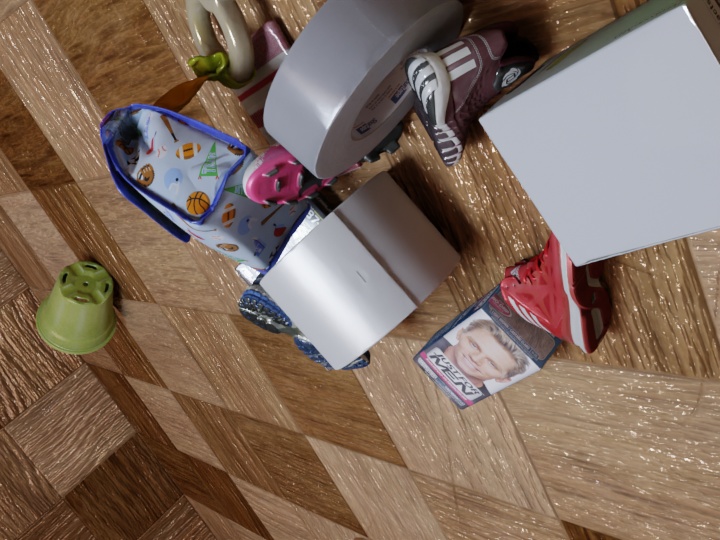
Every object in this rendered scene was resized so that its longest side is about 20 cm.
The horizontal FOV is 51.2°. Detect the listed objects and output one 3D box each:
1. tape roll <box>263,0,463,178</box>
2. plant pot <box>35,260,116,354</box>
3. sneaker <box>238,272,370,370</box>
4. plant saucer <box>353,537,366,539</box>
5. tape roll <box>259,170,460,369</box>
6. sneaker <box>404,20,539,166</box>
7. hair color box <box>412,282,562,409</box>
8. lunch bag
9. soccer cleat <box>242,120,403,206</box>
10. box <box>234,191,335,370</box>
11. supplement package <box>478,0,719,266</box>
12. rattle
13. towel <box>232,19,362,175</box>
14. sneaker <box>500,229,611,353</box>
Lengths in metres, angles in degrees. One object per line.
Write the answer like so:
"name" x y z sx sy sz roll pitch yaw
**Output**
"tape roll" 0.004 -0.179 0.682 0.066 0.200 0.200 43 149 7
"plant pot" -0.702 0.079 1.890 0.200 0.200 0.184 43 138 7
"sneaker" -0.058 0.059 0.988 0.200 0.085 0.077 36 147 -23
"plant saucer" 0.049 0.732 1.821 0.200 0.032 0.201 31 145 25
"tape roll" 0.000 0.000 0.890 0.139 0.203 0.203 48 149 -2
"sneaker" 0.111 -0.164 0.697 0.076 0.115 0.200 62 -175 8
"hair color box" 0.153 0.100 0.948 0.100 0.061 0.200 45 149 3
"lunch bag" -0.188 -0.098 0.865 0.200 0.124 0.170 30 173 26
"soccer cleat" -0.048 -0.134 0.807 0.086 0.199 0.070 48 152 31
"box" -0.052 0.016 1.039 0.200 0.049 0.161 46 115 -2
"supplement package" 0.222 -0.113 0.574 0.156 0.111 0.200 54 148 -10
"rattle" -0.205 -0.293 0.856 0.201 0.142 0.130 83 164 -45
"towel" -0.089 -0.201 0.948 0.144 0.023 0.200 -11 117 55
"sneaker" 0.187 -0.003 0.775 0.115 0.078 0.201 17 136 39
